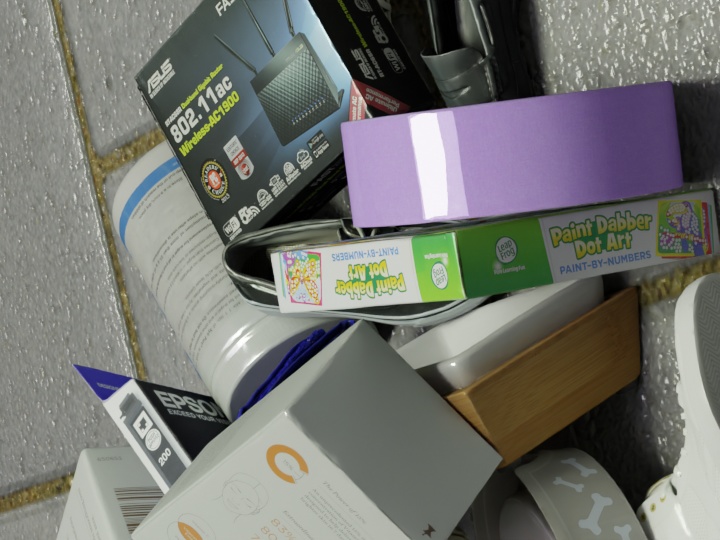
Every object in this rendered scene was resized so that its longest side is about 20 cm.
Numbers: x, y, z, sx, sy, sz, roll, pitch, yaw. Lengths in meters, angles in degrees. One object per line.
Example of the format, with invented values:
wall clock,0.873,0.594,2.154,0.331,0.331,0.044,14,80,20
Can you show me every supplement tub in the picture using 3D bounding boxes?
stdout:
supplement tub,-0.086,0.003,1.780,0.200,0.131,0.132,58,140,30

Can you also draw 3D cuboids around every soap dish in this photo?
soap dish,0.073,0.078,1.559,0.200,0.157,0.081,-23,95,55

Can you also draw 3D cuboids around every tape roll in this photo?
tape roll,0.090,-0.070,1.448,0.200,0.199,0.066,-4,94,55

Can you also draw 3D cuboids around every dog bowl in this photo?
dog bowl,0.136,0.203,1.522,0.200,0.058,0.201,163,90,-76

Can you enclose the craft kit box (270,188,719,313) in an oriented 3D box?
craft kit box,0.081,-0.011,1.478,0.197,0.199,0.049,-11,89,56

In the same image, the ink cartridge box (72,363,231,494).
ink cartridge box,-0.090,0.136,1.765,0.043,0.198,0.200,-52,54,15

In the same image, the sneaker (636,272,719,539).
sneaker,0.201,0.109,1.445,0.115,0.073,0.201,-20,83,52

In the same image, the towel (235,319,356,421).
towel,-0.022,0.153,1.667,0.049,0.148,0.201,0,120,35

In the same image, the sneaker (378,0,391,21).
sneaker,-0.006,-0.202,1.673,0.072,0.072,0.201,-11,93,45

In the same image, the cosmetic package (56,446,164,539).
cosmetic package,-0.139,0.260,1.863,0.168,0.166,0.201,-117,37,-44

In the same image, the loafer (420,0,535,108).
loafer,0.070,-0.135,1.575,0.068,0.070,0.202,4,101,55

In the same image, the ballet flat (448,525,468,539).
ballet flat,0.055,0.210,1.627,0.201,0.072,0.072,52,151,-21

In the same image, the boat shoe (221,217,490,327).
boat shoe,0.000,0.000,1.632,0.199,0.071,0.072,-7,73,20

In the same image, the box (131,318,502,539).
box,-0.030,0.140,1.486,0.124,0.098,0.200,45,138,-5

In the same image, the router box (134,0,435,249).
router box,-0.055,-0.123,1.649,0.200,0.062,0.150,-41,74,46
